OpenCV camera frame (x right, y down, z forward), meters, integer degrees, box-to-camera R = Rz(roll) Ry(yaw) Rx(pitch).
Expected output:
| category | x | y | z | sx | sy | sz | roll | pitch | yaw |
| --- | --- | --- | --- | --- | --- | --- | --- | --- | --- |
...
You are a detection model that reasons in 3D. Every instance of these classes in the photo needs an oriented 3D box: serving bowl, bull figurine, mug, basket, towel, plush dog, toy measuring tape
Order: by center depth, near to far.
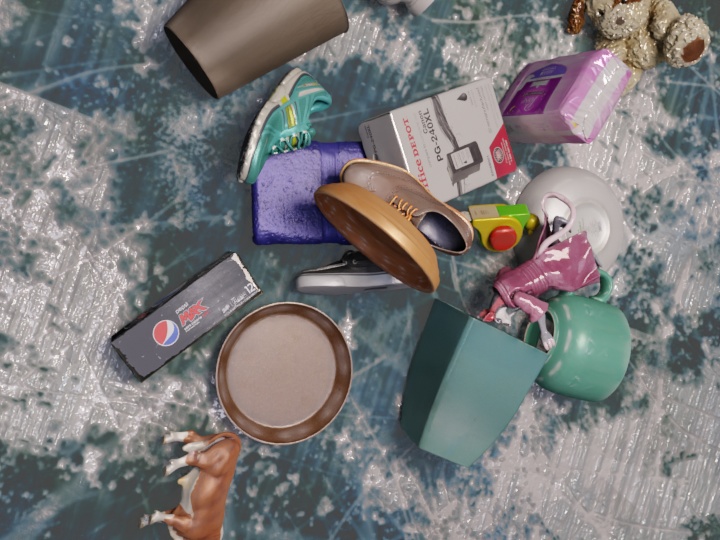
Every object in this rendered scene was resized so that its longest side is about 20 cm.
| category | x | y | z | sx | sy | sz | roll | pitch | yaw |
| --- | --- | --- | --- | --- | --- | --- | --- | --- | --- |
| basket | -0.144 | -0.330 | 0.999 | 0.200 | 0.136 | 0.181 | -41 | 101 | -9 |
| bull figurine | -0.225 | 0.313 | 1.033 | 0.120 | 0.065 | 0.203 | 16 | 85 | -31 |
| towel | -0.061 | -0.109 | 1.083 | 0.197 | 0.049 | 0.150 | -2 | 89 | -20 |
| toy measuring tape | 0.174 | -0.061 | 1.162 | 0.197 | 0.074 | 0.075 | -4 | 94 | -2 |
| mug | 0.321 | 0.101 | 1.176 | 0.113 | 0.152 | 0.187 | 14 | 54 | -17 |
| plush dog | 0.421 | -0.392 | 1.184 | 0.172 | 0.199 | 0.161 | 47 | 45 | -25 |
| serving bowl | 0.343 | -0.066 | 1.212 | 0.197 | 0.066 | 0.203 | -1 | 93 | -20 |

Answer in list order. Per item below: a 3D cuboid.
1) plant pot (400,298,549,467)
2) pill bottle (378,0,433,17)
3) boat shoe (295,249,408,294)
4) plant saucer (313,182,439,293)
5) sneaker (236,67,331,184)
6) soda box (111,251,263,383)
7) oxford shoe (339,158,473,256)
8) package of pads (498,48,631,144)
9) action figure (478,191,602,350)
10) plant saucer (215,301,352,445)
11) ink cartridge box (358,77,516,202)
| category | x | y | z | sx | sy | sz | roll | pitch | yaw |
| --- | --- | --- | --- | --- | --- | --- | --- | --- | --- |
| plant pot | 0.149 | 0.171 | 1.125 | 0.140 | 0.141 | 0.202 | 25 | 92 | -18 |
| pill bottle | 0.029 | -0.450 | 1.060 | 0.200 | 0.111 | 0.111 | 41 | 80 | -16 |
| boat shoe | 0.000 | 0.000 | 1.103 | 0.197 | 0.069 | 0.057 | -3 | 78 | -21 |
| plant saucer | 0.026 | -0.047 | 0.982 | 0.200 | 0.200 | 0.038 | 41 | 80 | -16 |
| sneaker | -0.101 | -0.190 | 1.015 | 0.079 | 0.078 | 0.201 | 33 | 59 | -7 |
| soda box | -0.233 | 0.058 | 1.022 | 0.199 | 0.063 | 0.071 | -37 | 103 | -14 |
| oxford shoe | 0.061 | -0.085 | 0.989 | 0.198 | 0.073 | 0.072 | 28 | 104 | 0 |
| package of pads | 0.288 | -0.248 | 1.113 | 0.075 | 0.200 | 0.121 | 37 | 85 | -22 |
| action figure | 0.253 | 0.011 | 1.100 | 0.199 | 0.134 | 0.150 | -33 | 131 | -12 |
| plant saucer | -0.109 | 0.144 | 1.085 | 0.197 | 0.034 | 0.203 | -1 | 94 | -18 |
| ink cartridge box | 0.113 | -0.176 | 1.095 | 0.199 | 0.083 | 0.147 | -26 | 102 | -31 |
